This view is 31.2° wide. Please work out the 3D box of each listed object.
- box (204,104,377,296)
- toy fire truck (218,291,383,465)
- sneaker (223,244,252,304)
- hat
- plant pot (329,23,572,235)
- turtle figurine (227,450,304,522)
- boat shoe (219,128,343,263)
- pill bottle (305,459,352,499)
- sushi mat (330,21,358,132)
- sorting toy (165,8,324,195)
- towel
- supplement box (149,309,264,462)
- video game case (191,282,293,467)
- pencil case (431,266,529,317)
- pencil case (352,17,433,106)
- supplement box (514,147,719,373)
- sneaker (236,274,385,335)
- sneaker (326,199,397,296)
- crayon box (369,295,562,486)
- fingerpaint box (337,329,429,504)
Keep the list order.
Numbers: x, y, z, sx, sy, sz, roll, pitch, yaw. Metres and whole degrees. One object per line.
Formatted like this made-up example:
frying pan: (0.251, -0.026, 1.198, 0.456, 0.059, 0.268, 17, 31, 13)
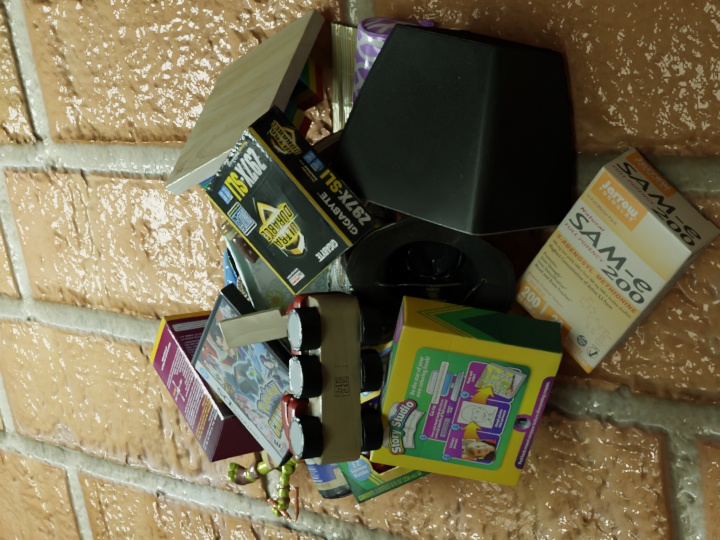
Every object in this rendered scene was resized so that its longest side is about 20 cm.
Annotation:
box: (-0.079, -0.069, 1.374, 0.160, 0.049, 0.200, 50, 155, -1)
toy fire truck: (-0.070, 0.109, 1.435, 0.200, 0.127, 0.179, -163, 71, -67)
sneaker: (-0.144, 0.050, 1.697, 0.079, 0.065, 0.202, 104, 160, -57)
hat: (0.079, -0.013, 1.390, 0.197, 0.082, 0.202, 6, 142, 5)
plant pot: (0.107, -0.154, 1.341, 0.198, 0.198, 0.180, 19, 106, 35)
turtle figurine: (-0.118, 0.248, 1.811, 0.160, 0.064, 0.203, -11, 79, 48)
boat shoe: (-0.072, -0.086, 1.516, 0.072, 0.200, 0.072, 49, 159, -2)
pill bottle: (-0.040, 0.183, 1.674, 0.111, 0.111, 0.202, -20, 96, 45)
sushi mat: (0.002, -0.189, 1.535, 0.095, 0.012, 0.203, 18, 120, 35)
sorting toy: (-0.120, -0.184, 1.538, 0.069, 0.201, 0.199, 37, 144, -25)
towel: (-0.057, 0.003, 1.567, 0.048, 0.169, 0.202, -177, 63, -87)
supplement box: (-0.192, 0.152, 1.760, 0.201, 0.109, 0.086, 52, 134, 36)
video game case: (-0.127, 0.132, 1.581, 0.181, 0.025, 0.201, 48, 148, 11)
pencil case: (0.137, 0.053, 1.477, 0.089, 0.078, 0.201, -42, 79, 30)
pencil case: (0.032, -0.188, 1.457, 0.084, 0.084, 0.203, -132, 41, -52)
supplement box: (0.259, -0.008, 1.341, 0.126, 0.073, 0.201, 45, 132, 16)
sneaker: (-0.052, 0.018, 1.652, 0.198, 0.113, 0.072, 25, 128, -5)
sneaker: (0.000, 0.000, 1.476, 0.077, 0.083, 0.202, 3, 126, -1)
crayon box: (0.110, 0.133, 1.397, 0.170, 0.059, 0.202, 11, 127, -3)
fingerpaint box: (0.049, 0.162, 1.553, 0.198, 0.073, 0.169, -26, 95, 21)
